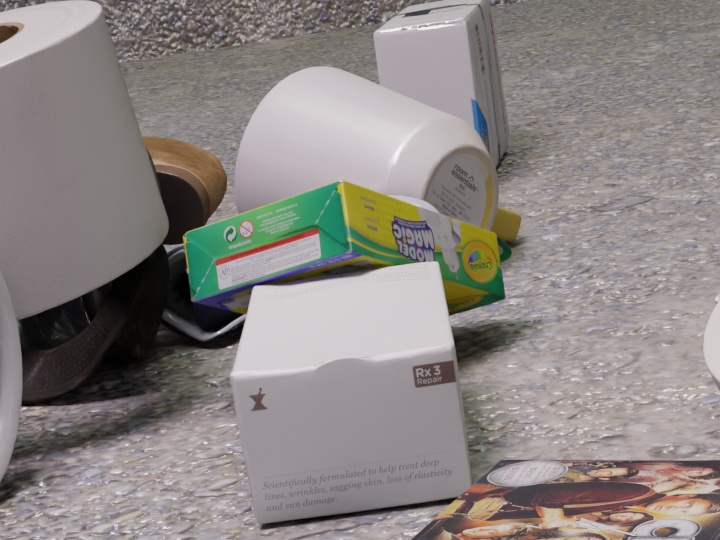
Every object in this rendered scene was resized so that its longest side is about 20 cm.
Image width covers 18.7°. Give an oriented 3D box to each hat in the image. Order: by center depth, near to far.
[{"bbox_3d":[-0.173,0.012,1.411,0.200,0.201,0.081,4,-24,45],"label":"hat"}]

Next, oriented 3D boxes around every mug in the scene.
[{"bbox_3d":[0.028,-0.067,1.563,0.153,0.150,0.186,15,31,43],"label":"mug"}]

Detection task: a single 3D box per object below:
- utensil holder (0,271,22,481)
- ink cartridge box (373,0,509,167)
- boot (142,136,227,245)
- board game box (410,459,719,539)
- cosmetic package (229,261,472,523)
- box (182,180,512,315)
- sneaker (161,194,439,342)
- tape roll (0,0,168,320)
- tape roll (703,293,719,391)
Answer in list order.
[{"bbox_3d":[-0.304,0.057,1.137,0.199,0.171,0.170,-6,12,23],"label":"utensil holder"},{"bbox_3d":[0.074,-0.156,1.925,0.083,0.146,0.200,-6,12,11],"label":"ink cartridge box"},{"bbox_3d":[-0.187,-0.066,1.497,0.199,0.074,0.075,12,28,13],"label":"boot"},{"bbox_3d":[0.084,0.123,0.876,0.135,0.035,0.200,-2,13,25],"label":"board game box"},{"bbox_3d":[-0.003,0.058,1.133,0.112,0.082,0.200,-7,13,3],"label":"cosmetic package"},{"bbox_3d":[0.000,0.000,1.302,0.117,0.049,0.200,-17,-16,31],"label":"box"},{"bbox_3d":[-0.047,0.000,1.448,0.199,0.070,0.108,-11,5,21],"label":"sneaker"},{"bbox_3d":[-0.224,-0.060,1.267,0.202,0.140,0.203,-14,18,5],"label":"tape roll"},{"bbox_3d":[0.266,0.016,1.081,0.202,0.037,0.203,-27,21,11],"label":"tape roll"}]
